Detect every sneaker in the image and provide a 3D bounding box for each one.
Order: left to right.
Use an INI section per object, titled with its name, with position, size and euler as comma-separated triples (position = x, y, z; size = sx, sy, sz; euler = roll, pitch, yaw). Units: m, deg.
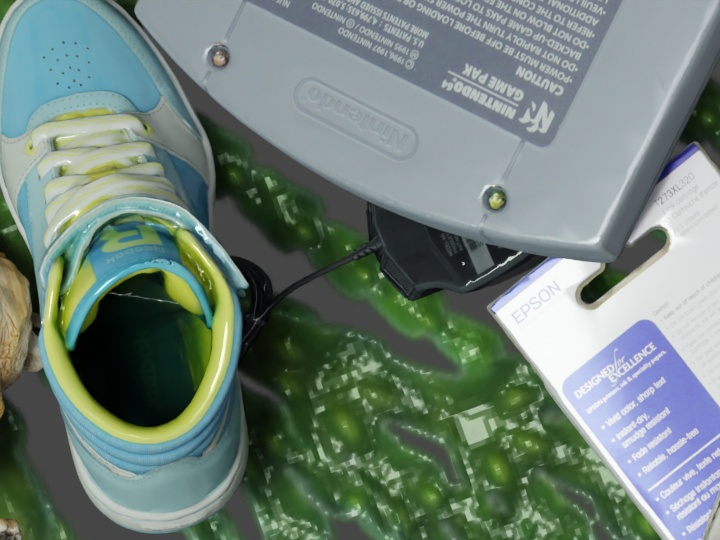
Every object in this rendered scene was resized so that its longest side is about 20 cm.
[sneaker]
position = -0.080, -0.021, 0.914
size = 0.079, 0.131, 0.201
euler = -16, 75, -7

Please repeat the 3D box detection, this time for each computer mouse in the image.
[computer mouse]
position = 0.000, 0.000, 0.972
size = 0.199, 0.034, 0.059
euler = -26, 71, 16

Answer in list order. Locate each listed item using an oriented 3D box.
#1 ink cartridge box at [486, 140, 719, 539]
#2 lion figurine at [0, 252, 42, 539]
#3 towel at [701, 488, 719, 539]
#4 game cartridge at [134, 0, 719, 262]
[ink cartridge box]
position = 0.141, 0.063, 0.943
size = 0.095, 0.037, 0.200
euler = -38, 87, 7
[lion figurine]
position = -0.183, 0.081, 0.965
size = 0.200, 0.072, 0.123
euler = -43, 45, 5
[towel]
position = 0.216, 0.082, 0.900
size = 0.199, 0.034, 0.133
euler = 21, 77, -3
[game cartridge]
position = 0.024, -0.088, 0.940
size = 0.199, 0.041, 0.134
euler = 29, 89, 24
